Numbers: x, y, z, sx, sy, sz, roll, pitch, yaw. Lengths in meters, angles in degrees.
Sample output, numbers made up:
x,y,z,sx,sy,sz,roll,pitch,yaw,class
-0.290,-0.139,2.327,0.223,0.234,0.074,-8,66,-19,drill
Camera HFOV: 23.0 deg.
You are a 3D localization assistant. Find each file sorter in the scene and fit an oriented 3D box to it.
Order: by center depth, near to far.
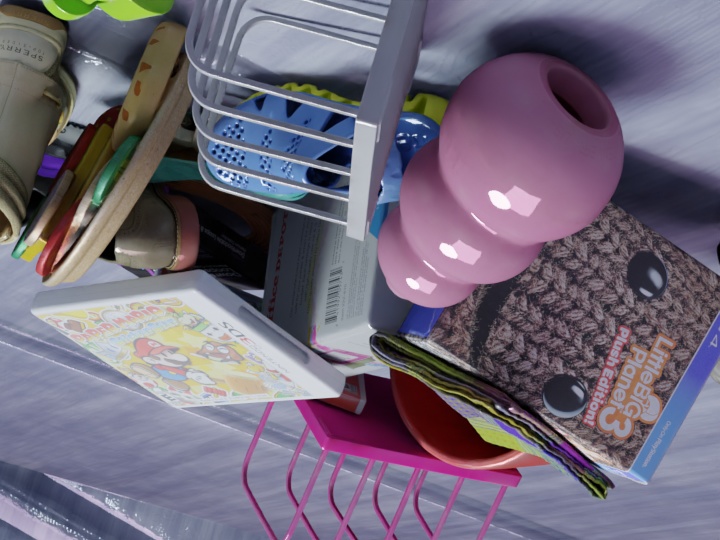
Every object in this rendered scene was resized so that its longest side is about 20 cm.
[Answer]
x,y,z,sx,sy,sz,roll,pitch,yaw,class
-0.032,-0.128,1.081,0.123,0.140,0.200,15,163,2,file sorter
0.012,0.180,1.572,0.198,0.126,0.139,14,-160,-28,file sorter

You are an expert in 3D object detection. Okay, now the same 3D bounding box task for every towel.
x,y,z,sx,sy,sz,roll,pitch,yaw,class
0.098,0.111,1.334,0.143,0.023,0.200,25,170,40,towel

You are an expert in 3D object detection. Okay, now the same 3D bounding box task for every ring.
x,y,z,sx,sy,sz,roll,pitch,yaw,class
-0.159,-0.057,1.586,0.198,0.019,0.201,12,162,4,ring

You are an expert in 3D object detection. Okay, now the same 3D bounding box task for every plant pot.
x,y,z,sx,sy,sz,roll,pitch,yaw,class
0.153,0.083,1.542,0.199,0.203,0.177,-2,168,39,plant pot

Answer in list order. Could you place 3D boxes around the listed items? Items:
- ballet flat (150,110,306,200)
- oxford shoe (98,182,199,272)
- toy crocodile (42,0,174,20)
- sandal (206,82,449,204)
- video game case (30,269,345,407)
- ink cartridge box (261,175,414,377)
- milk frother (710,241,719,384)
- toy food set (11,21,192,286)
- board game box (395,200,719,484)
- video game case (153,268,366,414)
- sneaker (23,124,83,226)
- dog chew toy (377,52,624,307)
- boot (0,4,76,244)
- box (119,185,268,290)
x,y,z,sx,sy,sz,roll,pitch,yaw,class
-0.129,-0.104,1.368,0.198,0.068,0.071,9,138,12,ballet flat
-0.190,-0.042,1.395,0.074,0.071,0.200,0,-174,-25,oxford shoe
-0.199,-0.210,1.090,0.199,0.062,0.067,28,158,-28,toy crocodile
-0.026,-0.086,1.261,0.198,0.087,0.080,-2,116,25,sandal
-0.140,0.060,1.433,0.199,0.023,0.182,-7,146,41,video game case
0.000,0.000,1.433,0.084,0.146,0.199,15,163,-27,ink cartridge box
0.380,0.040,1.332,0.198,0.182,0.188,-13,-156,-9,milk frother
-0.181,-0.075,1.256,0.048,0.199,0.200,32,161,-14,toy food set
0.156,0.034,1.303,0.199,0.160,0.097,32,174,-11,board game box
-0.091,0.057,1.553,0.198,0.018,0.143,21,-161,-11,video game case
-0.320,-0.079,1.493,0.198,0.101,0.070,7,160,16,sneaker
0.083,-0.050,1.174,0.124,0.125,0.200,22,130,-28,dog chew toy
-0.264,-0.091,1.325,0.072,0.157,0.200,15,162,-7,boot
-0.187,-0.031,1.595,0.142,0.036,0.200,0,159,36,box
